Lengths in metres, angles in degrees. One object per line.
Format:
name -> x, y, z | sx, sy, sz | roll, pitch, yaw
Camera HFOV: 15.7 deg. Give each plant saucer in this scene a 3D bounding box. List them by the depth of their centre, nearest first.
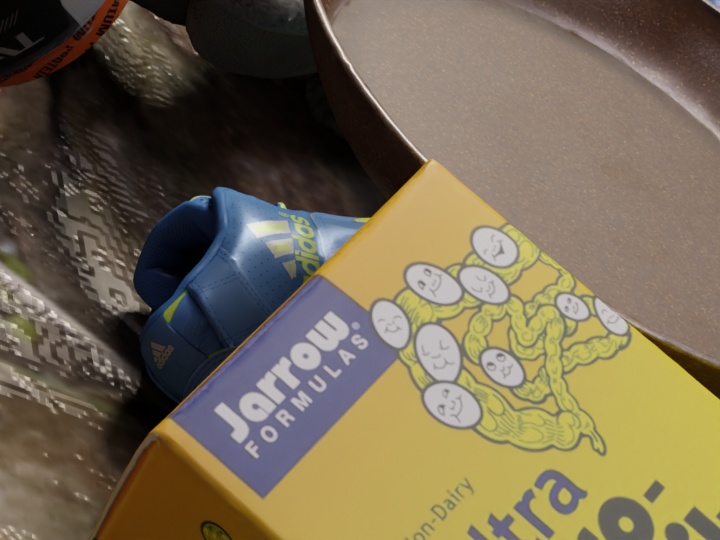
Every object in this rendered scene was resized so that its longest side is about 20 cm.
plant saucer -> 0.065, -0.030, 0.688 | 0.200, 0.032, 0.200 | 24, 32, -16

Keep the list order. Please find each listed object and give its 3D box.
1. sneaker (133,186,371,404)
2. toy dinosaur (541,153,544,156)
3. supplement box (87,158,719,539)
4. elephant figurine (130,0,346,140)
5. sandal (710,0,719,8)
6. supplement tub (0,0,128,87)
sneaker -> 0.000, 0.000, 0.762 | 0.105, 0.076, 0.200 | 38, 27, 3
toy dinosaur -> 0.068, 0.017, 0.727 | 0.200, 0.047, 0.088 | 17, 66, -56
supplement box -> 0.044, 0.094, 0.587 | 0.200, 0.110, 0.109 | 40, 52, 7
elephant figurine -> -0.030, -0.113, 0.842 | 0.200, 0.155, 0.142 | 10, 38, -53
sandal -> 0.108, -0.068, 0.861 | 0.079, 0.087, 0.200 | 27, 22, 38
supplement tub -> -0.128, -0.121, 0.686 | 0.123, 0.123, 0.200 | 46, 0, 18
